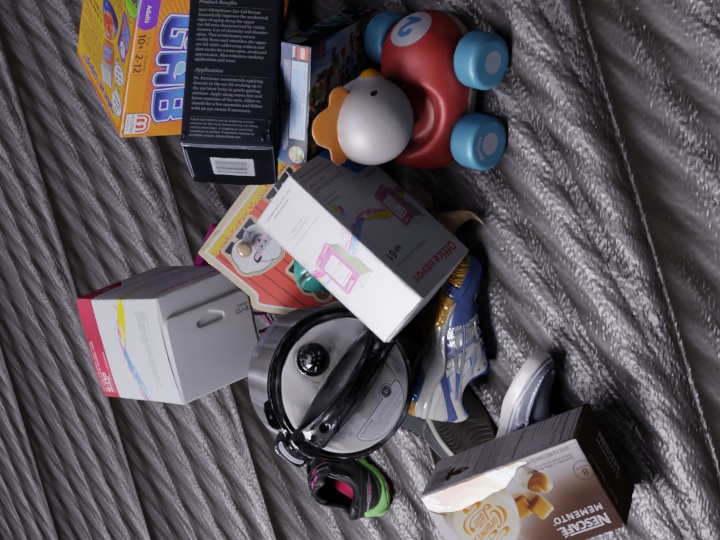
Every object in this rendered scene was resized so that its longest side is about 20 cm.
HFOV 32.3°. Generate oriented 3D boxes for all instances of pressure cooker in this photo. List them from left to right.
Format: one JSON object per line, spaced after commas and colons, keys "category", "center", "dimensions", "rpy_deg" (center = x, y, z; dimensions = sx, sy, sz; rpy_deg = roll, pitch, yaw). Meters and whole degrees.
{"category": "pressure cooker", "center": [-0.035, 0.130, 1.434], "dimensions": [0.200, 0.177, 0.178], "rpy_deg": [173, 91, -74]}

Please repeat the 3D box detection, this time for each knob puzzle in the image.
{"category": "knob puzzle", "center": [-0.067, -0.029, 1.506], "dimensions": [0.030, 0.217, 0.222], "rpy_deg": [-116, 18, -76]}

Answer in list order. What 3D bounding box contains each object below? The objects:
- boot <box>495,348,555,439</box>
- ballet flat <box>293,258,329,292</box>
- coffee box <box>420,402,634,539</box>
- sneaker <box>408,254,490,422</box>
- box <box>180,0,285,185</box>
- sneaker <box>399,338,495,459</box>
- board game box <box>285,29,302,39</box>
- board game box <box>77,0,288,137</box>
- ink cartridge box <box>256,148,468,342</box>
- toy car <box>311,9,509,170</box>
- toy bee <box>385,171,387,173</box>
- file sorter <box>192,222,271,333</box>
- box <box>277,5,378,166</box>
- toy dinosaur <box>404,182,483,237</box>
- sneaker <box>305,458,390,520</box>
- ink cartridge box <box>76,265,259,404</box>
{"category": "boot", "center": [0.205, 0.186, 1.403], "dimensions": [0.090, 0.073, 0.202], "rpy_deg": [33, 133, 26]}
{"category": "ballet flat", "center": [0.000, 0.000, 1.475], "dimensions": [0.067, 0.199, 0.071], "rpy_deg": [-36, 54, 34]}
{"category": "coffee box", "center": [0.182, 0.241, 1.353], "dimensions": [0.199, 0.080, 0.115], "rpy_deg": [-25, 102, 28]}
{"category": "sneaker", "center": [0.116, 0.082, 1.470], "dimensions": [0.075, 0.087, 0.202], "rpy_deg": [-117, 43, -76]}
{"category": "box", "center": [-0.141, -0.214, 1.410], "dimensions": [0.148, 0.103, 0.202], "rpy_deg": [101, 171, -78]}
{"category": "sneaker", "center": [0.092, 0.186, 1.547], "dimensions": [0.201, 0.074, 0.107], "rpy_deg": [52, 151, 24]}
{"category": "board game box", "center": [-0.077, -0.184, 1.562], "dimensions": [0.151, 0.046, 0.202], "rpy_deg": [-102, 14, -64]}
{"category": "board game box", "center": [-0.237, -0.317, 1.621], "dimensions": [0.201, 0.198, 0.201], "rpy_deg": [57, 141, 39]}
{"category": "ink cartridge box", "center": [0.006, -0.037, 1.391], "dimensions": [0.200, 0.144, 0.085], "rpy_deg": [43, 125, 3]}
{"category": "toy car", "center": [0.030, -0.187, 1.362], "dimensions": [0.183, 0.199, 0.179], "rpy_deg": [23, 121, 45]}
{"category": "toy bee", "center": [-0.031, -0.027, 1.579], "dimensions": [0.199, 0.131, 0.109], "rpy_deg": [-18, 114, 42]}
{"category": "file sorter", "center": [-0.148, 0.030, 1.722], "dimensions": [0.126, 0.138, 0.201], "rpy_deg": [53, 138, 22]}
{"category": "box", "center": [-0.035, -0.217, 1.439], "dimensions": [0.037, 0.200, 0.138], "rpy_deg": [12, 117, 19]}
{"category": "toy dinosaur", "center": [0.085, -0.055, 1.479], "dimensions": [0.101, 0.058, 0.200], "rpy_deg": [51, 143, 3]}
{"category": "sneaker", "center": [-0.044, 0.276, 1.726], "dimensions": [0.199, 0.083, 0.078], "rpy_deg": [32, 126, 41]}
{"category": "ink cartridge box", "center": [-0.249, 0.081, 1.639], "dimensions": [0.199, 0.145, 0.146], "rpy_deg": [-2, 106, 49]}
